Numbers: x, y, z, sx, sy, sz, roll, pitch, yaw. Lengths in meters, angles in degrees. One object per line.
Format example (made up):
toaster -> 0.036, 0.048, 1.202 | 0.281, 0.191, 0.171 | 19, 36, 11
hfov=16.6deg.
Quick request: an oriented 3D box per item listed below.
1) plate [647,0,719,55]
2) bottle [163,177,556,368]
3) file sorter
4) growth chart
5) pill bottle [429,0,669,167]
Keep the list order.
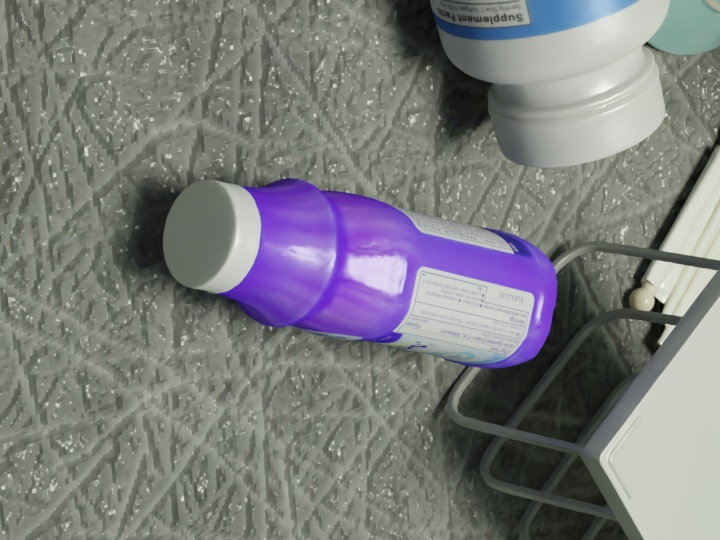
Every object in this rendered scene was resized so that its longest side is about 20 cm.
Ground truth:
plate -> 0.208, -0.198, 1.271 | 0.200, 0.026, 0.201 | -32, 140, -32
bottle -> 0.000, 0.000, 1.106 | 0.200, 0.083, 0.066 | 13, 89, -46
file sorter -> 0.152, 0.101, 1.246 | 0.139, 0.124, 0.200 | -50, 128, -25
growth chart -> 0.216, 0.029, 1.374 | 0.145, 0.018, 0.200 | -51, 129, -26
pill bottle -> 0.081, -0.155, 1.140 | 0.112, 0.112, 0.201 | -36, 121, -35
